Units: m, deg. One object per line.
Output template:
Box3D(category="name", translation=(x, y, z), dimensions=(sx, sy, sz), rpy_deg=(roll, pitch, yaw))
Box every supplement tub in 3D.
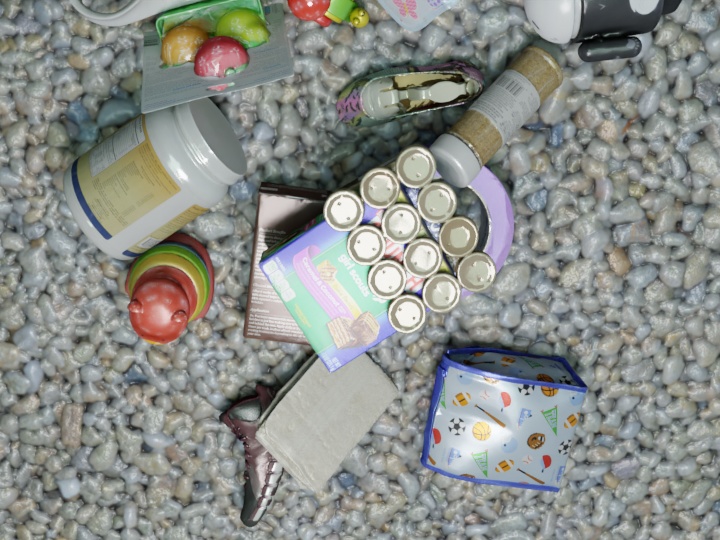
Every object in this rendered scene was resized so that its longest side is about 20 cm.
Box3D(category="supplement tub", translation=(-0.255, -0.120, 1.342), dimensions=(0.198, 0.145, 0.145), rpy_deg=(-31, 106, 15))

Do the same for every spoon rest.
Box3D(category="spoon rest", translation=(-0.252, -0.331, 1.277), dimensions=(0.196, 0.099, 0.062), rpy_deg=(-7, 85, 6))

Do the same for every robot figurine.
Box3D(category="robot figurine", translation=(0.301, -0.349, 1.333), dimensions=(0.196, 0.151, 0.126), rpy_deg=(-8, 129, -2))

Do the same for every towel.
Box3D(category="towel", translation=(-0.046, 0.192, 1.476), dimensions=(0.200, 0.034, 0.133), rpy_deg=(-47, 108, -21))

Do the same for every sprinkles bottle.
Box3D(category="sprinkles bottle", translation=(0.173, -0.196, 1.359), dimensions=(0.200, 0.068, 0.068), rpy_deg=(-46, 105, -15))

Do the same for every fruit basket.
Box3D(category="fruit basket", translation=(-0.173, -0.256, 1.294), dimensions=(0.182, 0.202, 0.095), rpy_deg=(-14, 135, 0))

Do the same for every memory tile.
Box3D(category="memory tile", translation=(0.061, -0.036, 1.287), dimensions=(0.152, 0.017, 0.202), rpy_deg=(-31, 104, 3))

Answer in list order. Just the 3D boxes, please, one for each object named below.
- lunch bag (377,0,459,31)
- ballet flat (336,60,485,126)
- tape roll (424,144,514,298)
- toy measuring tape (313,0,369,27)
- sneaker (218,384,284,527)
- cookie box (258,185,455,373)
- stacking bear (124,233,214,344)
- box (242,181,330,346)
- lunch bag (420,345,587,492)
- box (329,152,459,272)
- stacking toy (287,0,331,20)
Box3D(category="lunch bag", translation=(0.049, -0.382, 1.267), dimensions=(0.127, 0.200, 0.170), rpy_deg=(-39, 105, 8))
Box3D(category="ballet flat", translation=(0.065, -0.228, 1.379), dimensions=(0.196, 0.071, 0.070), rpy_deg=(-11, 105, 0))
Box3D(category="tape roll", translation=(0.103, -0.063, 1.433), dimensions=(0.196, 0.066, 0.204), rpy_deg=(-1, 106, -4))
Box3D(category="toy measuring tape", translation=(-0.074, -0.361, 1.334), dimensions=(0.198, 0.074, 0.074), rpy_deg=(30, 103, -12))
Box3D(category="sneaker", translation=(-0.157, 0.251, 1.512), dimensions=(0.114, 0.076, 0.203), rpy_deg=(23, 93, -4))
Box3D(category="cookie box", translation=(0.000, 0.000, 1.340), dimensions=(0.198, 0.075, 0.172), rpy_deg=(-32, 103, 6))
Box3D(category="stacking bear", translation=(-0.248, 0.030, 1.369), dimensions=(0.120, 0.200, 0.115), rpy_deg=(19, 105, -8))
Box3D(category="box", translation=(-0.099, -0.009, 1.434), dimensions=(0.098, 0.075, 0.203), rpy_deg=(7, 107, -5))
Box3D(category="lunch bag", translation=(0.189, 0.201, 1.486), dimensions=(0.196, 0.124, 0.173), rpy_deg=(6, 107, -13))
Box3D(category="box", translation=(0.060, -0.040, 1.388), dimensions=(0.120, 0.032, 0.202), rpy_deg=(-29, 107, 6))
Box3D(category="stacking toy", translation=(-0.083, -0.398, 1.279), dimensions=(0.084, 0.085, 0.203), rpy_deg=(-13, 92, 1))
